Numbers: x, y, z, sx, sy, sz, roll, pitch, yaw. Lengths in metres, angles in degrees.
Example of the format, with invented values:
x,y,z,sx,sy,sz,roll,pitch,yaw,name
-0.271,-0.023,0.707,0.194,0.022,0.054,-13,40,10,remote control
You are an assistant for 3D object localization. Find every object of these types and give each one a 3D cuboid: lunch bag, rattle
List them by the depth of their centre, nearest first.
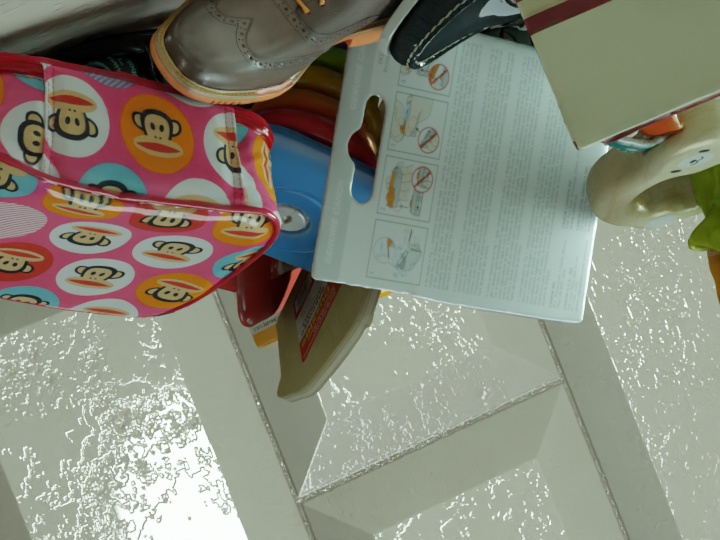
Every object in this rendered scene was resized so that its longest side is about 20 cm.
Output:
x,y,z,sx,sy,sz,roll,pitch,yaw,name
-0.157,-0.032,1.165,0.199,0.083,0.176,12,148,-32,lunch bag
0.189,-0.028,1.253,0.129,0.144,0.200,-2,170,13,rattle

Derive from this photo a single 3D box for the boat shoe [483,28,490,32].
x,y,z,sx,sy,sz,roll,pitch,yaw,name
0.055,-0.169,1.343,0.071,0.068,0.200,11,-177,4,boat shoe

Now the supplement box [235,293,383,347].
x,y,z,sx,sy,sz,roll,pitch,yaw,name
-0.056,-0.058,1.705,0.125,0.202,0.073,-21,177,-40,supplement box

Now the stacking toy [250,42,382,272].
x,y,z,sx,sy,sz,roll,pitch,yaw,name
-0.025,-0.110,1.372,0.116,0.109,0.201,-49,-158,52,stacking toy

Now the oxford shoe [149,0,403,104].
x,y,z,sx,sy,sz,roll,pitch,yaw,name
-0.030,-0.148,1.171,0.199,0.071,0.073,-32,170,-42,oxford shoe

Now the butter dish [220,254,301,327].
x,y,z,sx,sy,sz,roll,pitch,yaw,name
-0.113,-0.069,1.490,0.146,0.202,0.199,1,-176,9,butter dish

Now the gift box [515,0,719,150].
x,y,z,sx,sy,sz,roll,pitch,yaw,name
0.177,-0.157,1.042,0.186,0.201,0.185,-23,-175,19,gift box

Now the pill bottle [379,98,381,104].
x,y,z,sx,sy,sz,roll,pitch,yaw,name
0.057,-0.160,1.693,0.113,0.115,0.199,-21,-178,44,pill bottle

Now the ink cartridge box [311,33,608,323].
x,y,z,sx,sy,sz,roll,pitch,yaw,name
0.057,-0.060,1.312,0.199,0.162,0.047,9,180,-32,ink cartridge box

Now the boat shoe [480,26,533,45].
x,y,z,sx,sy,sz,roll,pitch,yaw,name
0.104,-0.119,1.423,0.199,0.076,0.074,-23,177,-38,boat shoe

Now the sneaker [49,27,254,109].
x,y,z,sx,sy,sz,roll,pitch,yaw,name
-0.124,-0.099,1.242,0.199,0.076,0.079,-23,179,-31,sneaker

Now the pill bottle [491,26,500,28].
x,y,z,sx,sy,sz,roll,pitch,yaw,name
0.161,-0.199,1.534,0.199,0.117,0.116,-21,-179,22,pill bottle

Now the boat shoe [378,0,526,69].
x,y,z,sx,sy,sz,roll,pitch,yaw,name
0.099,-0.170,1.206,0.200,0.060,0.076,-40,171,-4,boat shoe

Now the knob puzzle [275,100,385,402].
x,y,z,sx,sy,sz,roll,pitch,yaw,name
0.000,0.000,1.400,0.030,0.221,0.219,23,169,-13,knob puzzle
